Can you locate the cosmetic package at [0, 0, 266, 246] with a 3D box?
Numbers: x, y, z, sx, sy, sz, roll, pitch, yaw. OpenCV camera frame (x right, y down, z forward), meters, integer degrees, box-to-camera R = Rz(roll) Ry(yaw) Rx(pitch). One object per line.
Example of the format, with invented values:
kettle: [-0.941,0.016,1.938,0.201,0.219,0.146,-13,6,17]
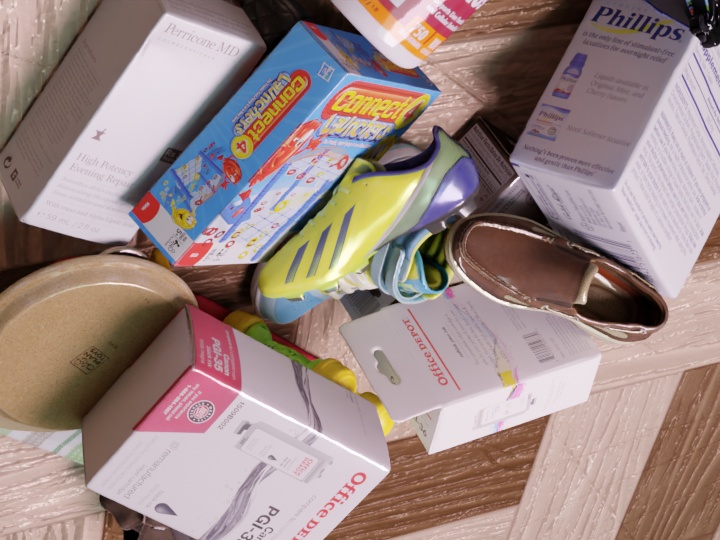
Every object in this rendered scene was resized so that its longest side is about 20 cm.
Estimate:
cosmetic package: [-0.169,-0.119,1.341,0.101,0.074,0.200,14,124,-43]

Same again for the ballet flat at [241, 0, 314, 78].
ballet flat: [-0.093,-0.133,1.410,0.066,0.057,0.200,-29,157,-51]

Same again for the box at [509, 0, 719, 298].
box: [0.236,-0.114,1.531,0.200,0.105,0.184,-60,145,-16]

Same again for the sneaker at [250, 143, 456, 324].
sneaker: [0.000,0.000,1.535,0.200,0.131,0.079,-45,142,15]

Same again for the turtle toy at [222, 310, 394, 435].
turtle toy: [-0.053,0.126,1.583,0.101,0.146,0.200,-57,142,-9]

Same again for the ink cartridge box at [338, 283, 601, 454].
ink cartridge box: [0.088,0.078,1.559,0.199,0.117,0.068,-15,142,-23]

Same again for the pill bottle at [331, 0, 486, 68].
pill bottle: [0.069,-0.251,1.330,0.200,0.113,0.113,-43,140,13]

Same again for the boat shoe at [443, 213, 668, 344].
boat shoe: [0.167,0.003,1.502,0.202,0.075,0.075,20,81,-24]

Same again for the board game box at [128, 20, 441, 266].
board game box: [-0.053,-0.092,1.400,0.196,0.056,0.200,-46,165,17]

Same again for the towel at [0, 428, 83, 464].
towel: [-0.216,0.108,1.577,0.149,0.031,0.200,-39,139,19]

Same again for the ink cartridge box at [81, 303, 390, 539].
ink cartridge box: [-0.096,0.137,1.440,0.200,0.083,0.147,30,115,-28]

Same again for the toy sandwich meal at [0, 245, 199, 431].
toy sandwich meal: [-0.220,0.050,1.436,0.204,0.070,0.206,-13,137,-13]

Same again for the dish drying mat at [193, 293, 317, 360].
dish drying mat: [-0.111,0.078,1.633,0.077,0.018,0.200,-43,140,12]

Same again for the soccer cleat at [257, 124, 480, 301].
soccer cleat: [-0.002,-0.046,1.451,0.200,0.065,0.084,-29,113,10]

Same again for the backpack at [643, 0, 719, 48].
backpack: [0.262,-0.295,1.375,0.134,0.183,0.201,-20,129,-28]

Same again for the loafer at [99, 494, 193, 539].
loafer: [-0.193,0.198,1.608,0.071,0.073,0.200,-16,140,-7]

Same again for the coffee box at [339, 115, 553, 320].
coffee box: [0.083,-0.023,1.607,0.200,0.080,0.114,-45,143,15]
